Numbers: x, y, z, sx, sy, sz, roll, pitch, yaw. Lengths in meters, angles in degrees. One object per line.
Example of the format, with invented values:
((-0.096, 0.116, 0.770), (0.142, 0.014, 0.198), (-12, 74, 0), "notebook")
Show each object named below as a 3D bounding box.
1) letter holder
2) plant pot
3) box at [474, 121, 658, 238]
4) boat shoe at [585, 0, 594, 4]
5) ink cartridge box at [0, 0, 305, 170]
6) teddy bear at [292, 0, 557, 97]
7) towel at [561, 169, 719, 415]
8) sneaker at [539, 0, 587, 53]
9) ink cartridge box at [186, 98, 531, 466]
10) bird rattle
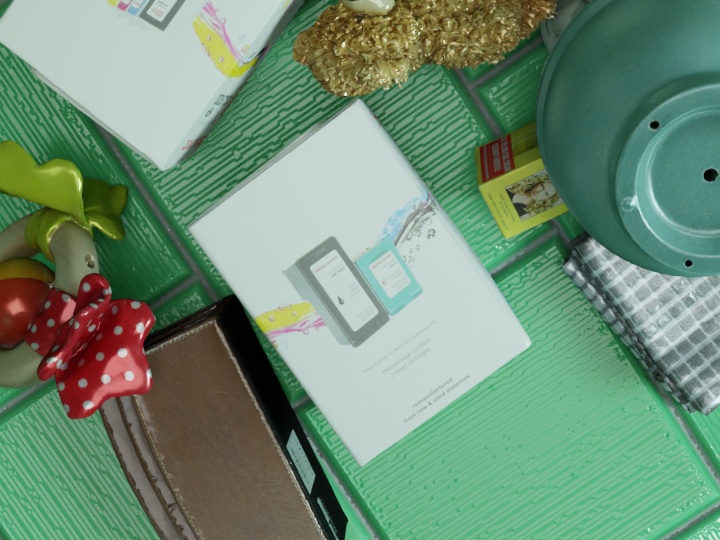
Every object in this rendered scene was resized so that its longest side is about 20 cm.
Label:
((-0.116, 0.144, 0.969), (0.141, 0.101, 0.202), (-25, 96, 5), "letter holder")
((0.211, -0.077, 0.818), (0.198, 0.135, 0.202), (2, 115, 4), "plant pot")
((0.180, -0.096, 0.927), (0.198, 0.075, 0.050), (-25, 114, 16), "box")
((0.114, -0.245, 0.903), (0.059, 0.072, 0.201), (-42, 71, 20), "boat shoe")
((-0.125, -0.193, 0.902), (0.144, 0.147, 0.201), (37, 96, -4), "ink cartridge box")
((0.047, -0.183, 0.890), (0.198, 0.067, 0.146), (-12, 53, -24), "teddy bear")
((0.267, -0.010, 0.954), (0.199, 0.086, 0.166), (-39, 95, 5), "towel")
((0.231, -0.187, 0.935), (0.198, 0.081, 0.076), (-11, 95, 0), "sneaker")
((0.000, 0.000, 0.926), (0.145, 0.147, 0.201), (-36, 95, 5), "ink cartridge box")
((-0.220, 0.020, 0.936), (0.162, 0.112, 0.202), (-30, 64, 29), "bird rattle")
